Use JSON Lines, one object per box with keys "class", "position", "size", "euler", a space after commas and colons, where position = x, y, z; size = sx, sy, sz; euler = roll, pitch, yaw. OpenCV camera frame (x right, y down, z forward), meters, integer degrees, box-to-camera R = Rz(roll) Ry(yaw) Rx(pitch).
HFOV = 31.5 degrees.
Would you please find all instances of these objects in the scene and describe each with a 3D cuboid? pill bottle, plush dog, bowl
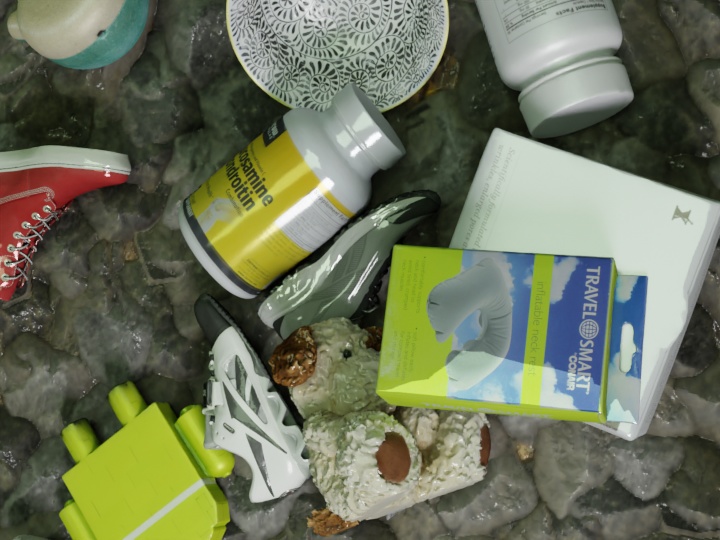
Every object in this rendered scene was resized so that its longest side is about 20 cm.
{"class": "pill bottle", "position": [0.160, -0.226, 1.108], "size": [0.112, 0.113, 0.203], "euler": [-19, 80, 13]}
{"class": "plush dog", "position": [-0.003, 0.123, 1.101], "size": [0.160, 0.199, 0.174], "euler": [-30, 71, 33]}
{"class": "pill bottle", "position": [-0.060, -0.075, 1.152], "size": [0.199, 0.112, 0.113], "euler": [-38, 76, 11]}
{"class": "bowl", "position": [-0.018, -0.247, 1.154], "size": [0.198, 0.095, 0.203], "euler": [2, 128, 3]}

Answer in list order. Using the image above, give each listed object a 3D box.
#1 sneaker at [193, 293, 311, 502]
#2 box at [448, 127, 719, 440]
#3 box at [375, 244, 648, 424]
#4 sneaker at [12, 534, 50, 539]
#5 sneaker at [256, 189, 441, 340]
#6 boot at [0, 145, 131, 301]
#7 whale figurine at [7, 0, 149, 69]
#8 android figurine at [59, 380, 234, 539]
{"class": "sneaker", "position": [-0.117, 0.118, 1.165], "size": [0.088, 0.074, 0.201], "euler": [-30, 76, -3]}
{"class": "box", "position": [0.178, 0.013, 1.069], "size": [0.198, 0.131, 0.201], "euler": [21, 90, 17]}
{"class": "box", "position": [0.117, 0.049, 0.983], "size": [0.197, 0.048, 0.124], "euler": [3, 76, 17]}
{"class": "sneaker", "position": [-0.274, 0.344, 1.192], "size": [0.199, 0.075, 0.114], "euler": [36, 92, 14]}
{"class": "sneaker", "position": [0.000, 0.000, 1.159], "size": [0.200, 0.074, 0.080], "euler": [-41, 86, 14]}
{"class": "boot", "position": [-0.310, -0.045, 1.249], "size": [0.197, 0.072, 0.147], "euler": [-4, 83, 24]}
{"class": "whale figurine", "position": [-0.279, -0.280, 1.261], "size": [0.159, 0.104, 0.201], "euler": [-44, 51, 9]}
{"class": "android figurine", "position": [-0.200, 0.211, 1.204], "size": [0.181, 0.041, 0.201], "euler": [-39, 75, 9]}
